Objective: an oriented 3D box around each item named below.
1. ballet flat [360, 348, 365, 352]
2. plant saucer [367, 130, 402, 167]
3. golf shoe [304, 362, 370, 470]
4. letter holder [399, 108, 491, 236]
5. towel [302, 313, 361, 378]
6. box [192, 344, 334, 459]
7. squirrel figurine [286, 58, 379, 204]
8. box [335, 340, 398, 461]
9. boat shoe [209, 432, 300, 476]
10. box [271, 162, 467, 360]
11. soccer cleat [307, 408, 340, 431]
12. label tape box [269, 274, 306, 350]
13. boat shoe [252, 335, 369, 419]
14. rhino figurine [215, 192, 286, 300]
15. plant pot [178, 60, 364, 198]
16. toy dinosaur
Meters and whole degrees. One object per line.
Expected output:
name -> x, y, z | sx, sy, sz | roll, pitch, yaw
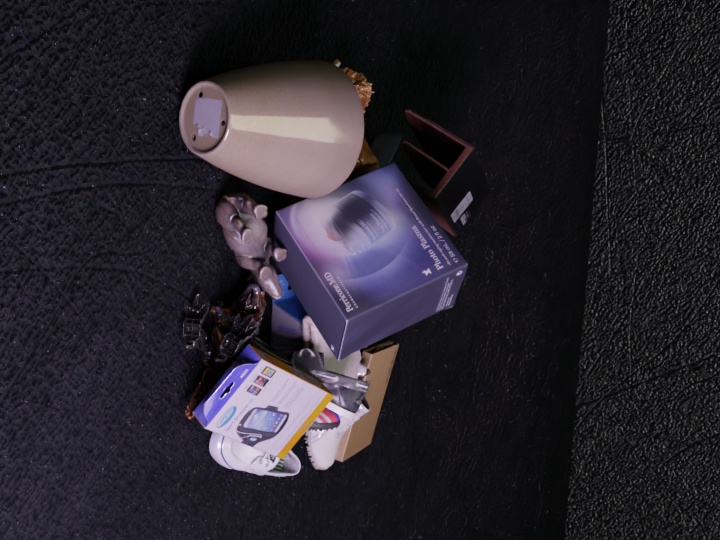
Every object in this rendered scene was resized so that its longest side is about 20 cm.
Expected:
ballet flat -> -0.004, 0.110, 1.792 | 0.063, 0.069, 0.200 | -62, 172, -9
plant saucer -> 0.002, -0.147, 1.718 | 0.200, 0.036, 0.200 | -58, -172, 13
golf shoe -> -0.035, 0.242, 1.784 | 0.078, 0.097, 0.200 | -11, 109, -66
letter holder -> 0.113, -0.159, 1.724 | 0.101, 0.142, 0.200 | -52, 159, -4
towel -> -0.043, 0.134, 1.652 | 0.133, 0.034, 0.200 | -41, 134, -54
box -> -0.134, 0.176, 1.434 | 0.119, 0.041, 0.200 | -50, 139, 3
squirrel figurine -> -0.055, -0.230, 1.593 | 0.200, 0.141, 0.187 | -71, 146, -54
box -> 0.012, 0.230, 1.905 | 0.163, 0.021, 0.200 | -9, 116, -71
boat shoe -> -0.148, 0.264, 1.579 | 0.200, 0.067, 0.074 | 34, 67, -63
box -> 0.009, -0.015, 1.492 | 0.198, 0.200, 0.123 | -25, 154, -20
soccer cleat -> -0.111, 0.191, 1.557 | 0.200, 0.068, 0.073 | 13, 82, -31
label tape box -> -0.083, 0.102, 1.675 | 0.144, 0.063, 0.200 | -18, 114, -63
boat shoe -> -0.081, 0.142, 1.561 | 0.068, 0.200, 0.072 | -59, -173, 1
rhino figurine -> -0.146, -0.029, 1.481 | 0.060, 0.087, 0.200 | -38, 138, -19
plant pot -> -0.129, -0.191, 1.383 | 0.200, 0.187, 0.188 | -2, 99, -51
toy dinosaur -> -0.179, 0.104, 1.446 | 0.136, 0.102, 0.200 | 81, 9, -63
